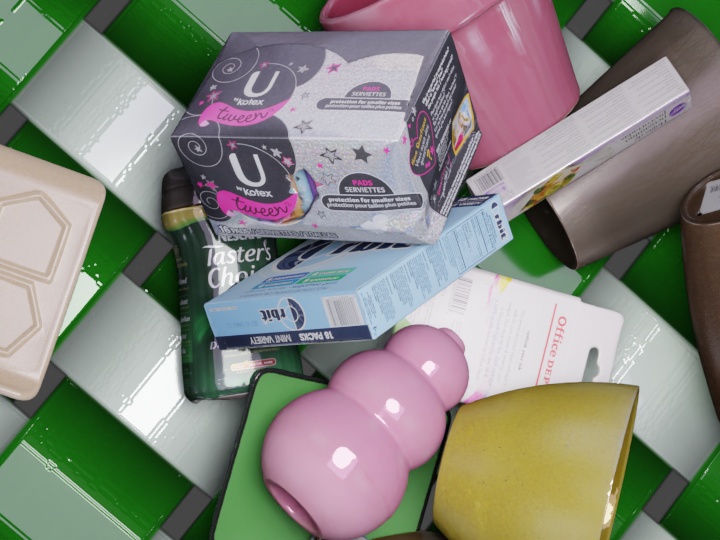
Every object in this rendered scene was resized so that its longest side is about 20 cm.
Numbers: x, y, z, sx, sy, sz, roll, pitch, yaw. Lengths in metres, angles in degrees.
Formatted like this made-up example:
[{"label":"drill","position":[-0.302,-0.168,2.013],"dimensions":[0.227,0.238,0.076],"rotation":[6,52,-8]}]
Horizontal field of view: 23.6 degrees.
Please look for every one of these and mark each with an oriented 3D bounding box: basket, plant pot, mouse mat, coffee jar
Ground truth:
[{"label":"basket","position":[0.239,-0.102,1.518],"dimensions":[0.199,0.136,0.181],"rotation":[-32,104,-7]},{"label":"plant pot","position":[0.140,0.176,1.418],"dimensions":[0.140,0.200,0.202],"rotation":[13,84,13]},{"label":"plant pot","position":[0.353,0.012,1.471],"dimensions":[0.186,0.187,0.201],"rotation":[-35,114,-10]},{"label":"plant pot","position":[0.091,-0.195,1.475],"dimensions":[0.199,0.200,0.180],"rotation":[-36,109,-10]},{"label":"mouse mat","position":[-0.023,0.175,1.470],"dimensions":[0.198,0.008,0.163],"rotation":[14,96,-29]},{"label":"coffee jar","position":[-0.111,0.007,1.468],"dimensions":[0.103,0.085,0.202],"rotation":[-8,88,-14]}]

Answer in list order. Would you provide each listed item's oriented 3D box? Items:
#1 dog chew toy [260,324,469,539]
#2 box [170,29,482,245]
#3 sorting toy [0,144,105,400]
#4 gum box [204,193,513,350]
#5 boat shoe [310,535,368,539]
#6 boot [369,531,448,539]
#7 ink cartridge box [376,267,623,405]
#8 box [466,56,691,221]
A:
[{"label":"dog chew toy","position":[0.012,0.123,1.409],"dimensions":[0.125,0.124,0.200],"rotation":[46,71,-5]},{"label":"box","position":[-0.026,-0.106,1.350],"dimensions":[0.198,0.115,0.133],"rotation":[3,47,27]},{"label":"sorting toy","position":[-0.331,-0.010,1.459],"dimensions":[0.183,0.036,0.202],"rotation":[19,79,-9]},{"label":"gum box","position":[0.000,0.000,1.390],"dimensions":[0.199,0.169,0.045],"rotation":[-33,109,-45]},{"label":"boat shoe","position":[-0.021,0.303,1.468],"dimensions":[0.071,0.072,0.202],"rotation":[2,112,-21]},{"label":"boot","position":[0.081,0.311,1.493],"dimensions":[0.198,0.077,0.157],"rotation":[10,90,-24]},{"label":"ink cartridge box","position":[0.120,0.065,1.515],"dimensions":[0.198,0.067,0.118],"rotation":[16,85,-8]},{"label":"box","position":[0.182,-0.105,1.440],"dimensions":[0.199,0.039,0.042],"rotation":[-33,68,1]}]
